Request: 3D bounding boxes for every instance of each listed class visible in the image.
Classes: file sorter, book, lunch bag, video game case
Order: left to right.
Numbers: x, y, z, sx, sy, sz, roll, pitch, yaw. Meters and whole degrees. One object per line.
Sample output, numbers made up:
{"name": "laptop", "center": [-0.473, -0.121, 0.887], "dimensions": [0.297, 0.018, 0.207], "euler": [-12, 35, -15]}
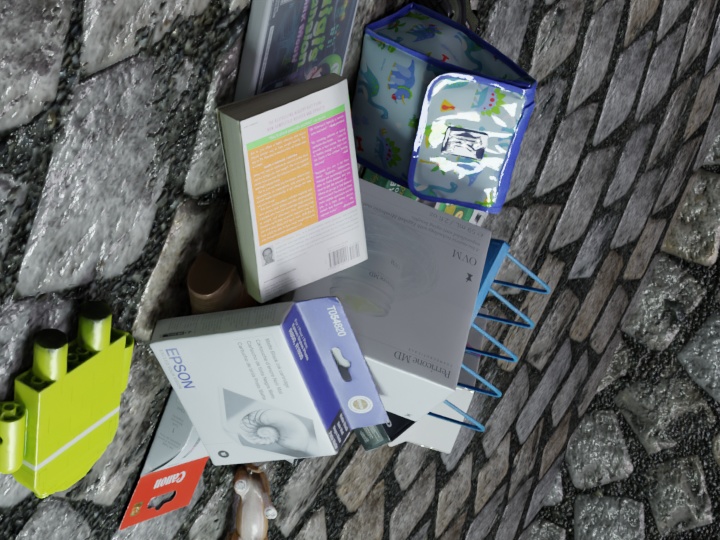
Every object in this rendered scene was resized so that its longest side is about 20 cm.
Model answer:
{"name": "video game case", "center": [-0.063, -0.220, 1.551], "dimensions": [0.182, 0.023, 0.201], "euler": [-36, 147, -51]}
{"name": "book", "center": [-0.062, -0.081, 1.528], "dimensions": [0.133, 0.048, 0.201], "euler": [-22, 121, -27]}
{"name": "lunch bag", "center": [0.092, -0.175, 1.719], "dimensions": [0.127, 0.199, 0.171], "euler": [-37, 149, -46]}
{"name": "file sorter", "center": [0.115, 0.072, 1.821], "dimensions": [0.123, 0.138, 0.201], "euler": [37, 75, -36]}

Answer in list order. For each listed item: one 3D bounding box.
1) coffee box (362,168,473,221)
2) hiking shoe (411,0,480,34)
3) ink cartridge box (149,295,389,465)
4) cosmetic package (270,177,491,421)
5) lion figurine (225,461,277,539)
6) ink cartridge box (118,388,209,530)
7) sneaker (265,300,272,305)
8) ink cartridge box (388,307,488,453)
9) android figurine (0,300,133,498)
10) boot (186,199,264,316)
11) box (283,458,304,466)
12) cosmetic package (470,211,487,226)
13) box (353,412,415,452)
{"name": "coffee box", "center": [0.079, -0.107, 1.920], "dimensions": [0.199, 0.044, 0.123], "euler": [-5, 124, -48]}
{"name": "hiking shoe", "center": [0.110, -0.264, 1.828], "dimensions": [0.101, 0.076, 0.201], "euler": [-44, 152, -32]}
{"name": "ink cartridge box", "center": [-0.091, 0.119, 1.594], "dimensions": [0.041, 0.199, 0.200], "euler": [-82, 157, -47]}
{"name": "cosmetic package", "center": [0.014, 0.028, 1.675], "dimensions": [0.123, 0.198, 0.201], "euler": [134, -26, -62]}
{"name": "lion figurine", "center": [-0.139, 0.308, 1.944], "dimensions": [0.123, 0.072, 0.201], "euler": [-106, -152, -70]}
{"name": "ink cartridge box", "center": [-0.182, 0.201, 1.752], "dimensions": [0.162, 0.057, 0.201], "euler": [-6, 117, -66]}
{"name": "sneaker", "center": [-0.093, 0.091, 1.739], "dimensions": [0.201, 0.097, 0.071], "euler": [-64, 146, -25]}
{"name": "ink cartridge box", "center": [0.090, 0.144, 2.111], "dimensions": [0.200, 0.125, 0.129], "euler": [-74, 180, -51]}
{"name": "android figurine", "center": [-0.276, 0.128, 1.448], "dimensions": [0.182, 0.041, 0.201], "euler": [-39, 149, -47]}
{"name": "boot", "center": [-0.105, -0.006, 1.639], "dimensions": [0.200, 0.076, 0.156], "euler": [-56, 160, -22]}
{"name": "box", "center": [-0.032, 0.133, 2.023], "dimensions": [0.200, 0.050, 0.199], "euler": [-28, 141, -58]}
{"name": "cosmetic package", "center": [0.140, -0.072, 2.169], "dimensions": [0.201, 0.050, 0.083], "euler": [-62, 158, -3]}
{"name": "box", "center": [0.012, 0.101, 1.898], "dimensions": [0.046, 0.201, 0.159], "euler": [-29, -179, 37]}
